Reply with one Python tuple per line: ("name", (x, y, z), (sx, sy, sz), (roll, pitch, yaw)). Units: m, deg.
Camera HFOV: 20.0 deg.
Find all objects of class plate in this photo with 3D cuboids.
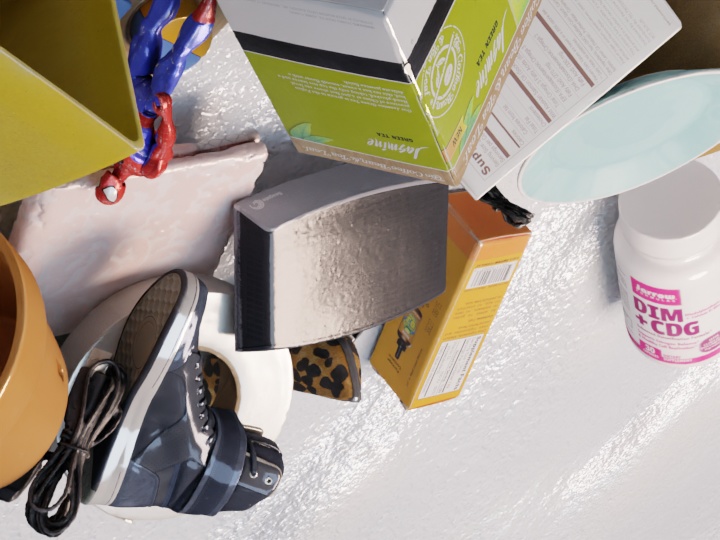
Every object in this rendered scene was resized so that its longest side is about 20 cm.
("plate", (0.211, -0.110, 1.585), (0.199, 0.026, 0.200), (-18, 160, -6))

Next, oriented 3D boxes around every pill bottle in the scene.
("pill bottle", (0.294, -0.008, 1.891), (0.113, 0.114, 0.200), (-31, 143, -9))

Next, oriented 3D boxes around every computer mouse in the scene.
("computer mouse", (-0.272, 0.112, 1.494), (0.053, 0.199, 0.139), (42, 60, -47))

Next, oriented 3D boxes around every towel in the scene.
("towel", (-0.179, -0.024, 1.511), (0.190, 0.032, 0.200), (-12, 149, -32))

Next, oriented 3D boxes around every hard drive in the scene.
("hard drive", (-0.010, -0.013, 1.581), (0.199, 0.042, 0.136), (-17, 118, -38))

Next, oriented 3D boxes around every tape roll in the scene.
("tape roll", (-0.148, 0.100, 1.584), (0.202, 0.037, 0.204), (-14, 122, -24))

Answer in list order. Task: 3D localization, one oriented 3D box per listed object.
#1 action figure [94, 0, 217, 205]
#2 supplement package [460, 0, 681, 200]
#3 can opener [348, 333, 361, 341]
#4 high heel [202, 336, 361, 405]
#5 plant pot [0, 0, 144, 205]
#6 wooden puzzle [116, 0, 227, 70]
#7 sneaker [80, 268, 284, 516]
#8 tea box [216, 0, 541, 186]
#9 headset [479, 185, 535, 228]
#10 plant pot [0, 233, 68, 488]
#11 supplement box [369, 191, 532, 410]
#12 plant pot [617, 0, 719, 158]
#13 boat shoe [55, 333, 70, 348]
("action figure", (-0.142, -0.125, 1.354), (0.052, 0.065, 0.201), (-30, 149, -49))
("supplement package", (0.119, -0.167, 1.524), (0.200, 0.117, 0.117), (-40, 104, 4))
("can opener", (0.000, 0.000, 1.718), (0.201, 0.053, 0.067), (-62, 170, 29))
("high heel", (-0.070, 0.113, 1.688), (0.071, 0.143, 0.201), (-4, 133, -39))
("plant pot", (-0.269, -0.141, 1.194), (0.176, 0.201, 0.200), (-31, 140, 19))
("wooden puzzle", (-0.183, -0.152, 1.381), (0.200, 0.046, 0.185), (-49, 143, 15))
("sneaker", (-0.114, 0.097, 1.521), (0.145, 0.077, 0.203), (13, 118, -23))
("tea box", (0.022, -0.199, 1.358), (0.201, 0.133, 0.197), (-65, 153, -22))
("headset", (0.150, -0.137, 1.640), (0.123, 0.094, 0.201), (12, 114, -46))
("plant pot", (-0.293, 0.070, 1.413), (0.200, 0.200, 0.140), (-37, 151, 0))
("supplement box", (0.077, 0.027, 1.785), (0.069, 0.067, 0.201), (-9, 136, -38))
("plant pot", (0.297, -0.180, 1.670), (0.186, 0.187, 0.200), (9, 139, -46))
("boat shoe", (-0.268, 0.129, 1.596), (0.200, 0.076, 0.060), (-39, 138, 4))
